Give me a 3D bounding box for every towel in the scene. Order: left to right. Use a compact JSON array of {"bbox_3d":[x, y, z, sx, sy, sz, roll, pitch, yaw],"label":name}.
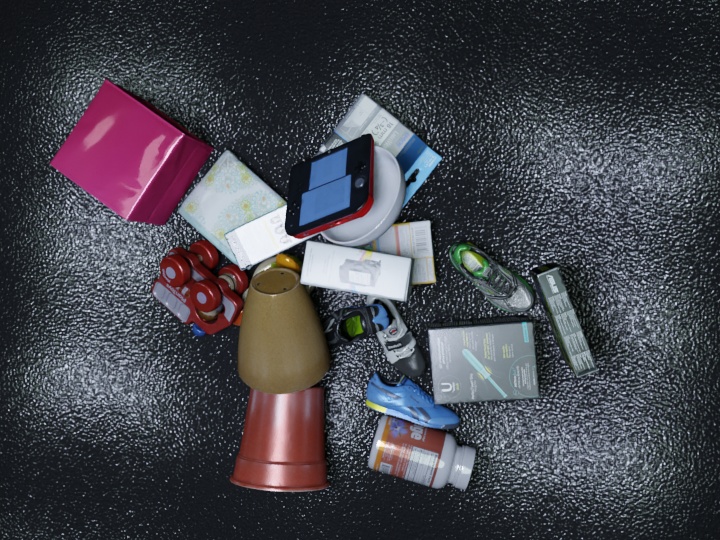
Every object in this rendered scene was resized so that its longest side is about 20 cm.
[{"bbox_3d":[-0.258,-0.123,1.599,0.200,0.048,0.171,42,93,4],"label":"towel"}]

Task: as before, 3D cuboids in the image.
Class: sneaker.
[{"bbox_3d":[-0.028,0.109,1.524,0.199,0.083,0.071,-19,86,51],"label":"sneaker"},{"bbox_3d":[0.066,0.132,1.547,0.074,0.089,0.200,-31,90,6],"label":"sneaker"},{"bbox_3d":[0.110,0.263,1.554,0.200,0.066,0.079,17,97,7],"label":"sneaker"},{"bbox_3d":[0.257,0.018,1.518,0.200,0.085,0.078,35,96,4],"label":"sneaker"}]

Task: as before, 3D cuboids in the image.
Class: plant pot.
[{"bbox_3d":[-0.157,0.101,1.479,0.186,0.186,0.200,2,123,7],"label":"plant pot"},{"bbox_3d":[-0.153,0.325,1.538,0.200,0.201,0.196,3,84,7],"label":"plant pot"}]

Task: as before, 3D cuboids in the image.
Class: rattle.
[{"bbox_3d":[-0.194,0.057,1.553,0.200,0.143,0.130,-34,103,2],"label":"rattle"}]

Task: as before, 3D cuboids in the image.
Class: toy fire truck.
[{"bbox_3d":[-0.334,0.048,1.578,0.200,0.112,0.168,39,127,11],"label":"toy fire truck"}]

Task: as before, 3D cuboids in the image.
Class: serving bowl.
[{"bbox_3d":[0.009,-0.132,1.447,0.200,0.066,0.200,-17,60,32],"label":"serving bowl"}]

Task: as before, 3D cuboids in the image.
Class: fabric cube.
[{"bbox_3d":[-0.451,-0.230,1.542,0.196,0.200,0.200,34,94,5],"label":"fabric cube"}]

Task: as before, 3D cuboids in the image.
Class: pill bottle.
[{"bbox_3d":[0.124,0.368,1.535,0.200,0.112,0.112,15,94,6],"label":"pill bottle"}]

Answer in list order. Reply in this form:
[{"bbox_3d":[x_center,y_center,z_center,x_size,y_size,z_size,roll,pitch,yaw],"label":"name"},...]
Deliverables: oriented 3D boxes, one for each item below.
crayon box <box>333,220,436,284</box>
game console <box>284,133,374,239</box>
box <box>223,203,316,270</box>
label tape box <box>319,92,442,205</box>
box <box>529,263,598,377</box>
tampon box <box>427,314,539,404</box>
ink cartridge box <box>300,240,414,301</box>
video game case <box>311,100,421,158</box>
[{"bbox_3d":[0.049,-0.030,1.559,0.200,0.052,0.126,-5,92,7],"label":"crayon box"},{"bbox_3d":[-0.060,-0.158,1.449,0.200,0.031,0.177,-17,59,31],"label":"game console"},{"bbox_3d":[-0.166,-0.081,1.544,0.200,0.049,0.082,-25,98,0],"label":"box"},{"bbox_3d":[0.042,-0.234,1.528,0.200,0.063,0.144,39,97,5],"label":"label tape box"},{"bbox_3d":[0.380,0.088,1.451,0.047,0.193,0.200,-21,89,6],"label":"box"},{"bbox_3d":[0.239,0.173,1.505,0.200,0.126,0.150,-5,91,8],"label":"tampon box"},{"bbox_3d":[0.000,0.000,1.468,0.200,0.146,0.083,9,91,6],"label":"ink cartridge box"},{"bbox_3d":[0.003,-0.228,1.574,0.200,0.019,0.143,-41,87,8],"label":"video game case"}]
